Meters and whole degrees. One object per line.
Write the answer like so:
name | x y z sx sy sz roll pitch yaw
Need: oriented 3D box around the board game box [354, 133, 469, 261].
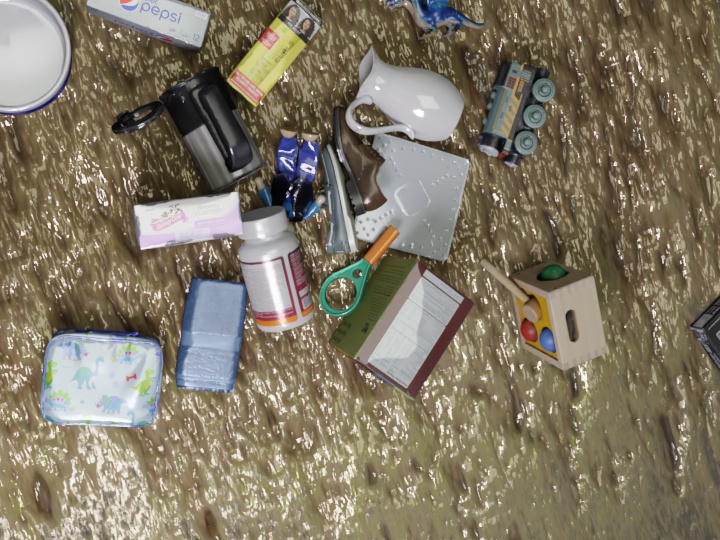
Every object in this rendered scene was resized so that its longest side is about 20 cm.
board game box | 0.094 -0.138 1.610 0.197 0.026 0.203 14 89 -16

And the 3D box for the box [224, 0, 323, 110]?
box | -0.156 -0.388 1.509 0.075 0.050 0.201 40 82 -15

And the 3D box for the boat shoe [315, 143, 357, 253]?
boat shoe | -0.053 -0.128 1.544 0.061 0.073 0.203 -13 89 8

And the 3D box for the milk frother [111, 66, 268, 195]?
milk frother | -0.286 -0.215 1.425 0.198 0.181 0.190 -28 99 0

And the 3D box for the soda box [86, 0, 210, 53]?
soda box | -0.359 -0.438 1.438 0.197 0.068 0.064 17 90 -16

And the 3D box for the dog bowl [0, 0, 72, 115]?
dog bowl | -0.573 -0.357 1.375 0.197 0.079 0.203 -1 94 -16

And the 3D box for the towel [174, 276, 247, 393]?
towel | -0.265 0.115 1.509 0.110 0.048 0.203 9 91 -16

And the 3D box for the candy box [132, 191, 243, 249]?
candy box | -0.292 -0.084 1.410 0.165 0.200 0.073 -9 95 -15

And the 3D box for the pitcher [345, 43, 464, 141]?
pitcher | 0.078 -0.296 1.542 0.198 0.121 0.174 23 70 -10

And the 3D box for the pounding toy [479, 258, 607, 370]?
pounding toy | 0.349 0.066 1.629 0.140 0.184 0.203 -19 107 -15

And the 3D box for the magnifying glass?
magnifying glass | 0.000 0.000 1.565 0.079 0.022 0.200 40 87 22

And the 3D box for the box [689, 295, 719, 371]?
box | 0.827 0.117 1.825 0.200 0.050 0.158 -41 103 -10

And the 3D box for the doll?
doll | -0.127 -0.152 1.520 0.134 0.048 0.203 11 106 6

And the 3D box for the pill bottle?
pill bottle | -0.153 -0.004 1.486 0.108 0.109 0.203 -17 108 -14

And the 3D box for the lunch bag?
lunch bag | -0.438 0.181 1.444 0.197 0.082 0.163 5 93 -16

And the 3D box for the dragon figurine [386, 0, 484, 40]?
dragon figurine | 0.149 -0.492 1.588 0.197 0.059 0.101 -10 96 -14

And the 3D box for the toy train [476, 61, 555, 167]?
toy train | 0.298 -0.305 1.636 0.113 0.085 0.203 19 90 -4

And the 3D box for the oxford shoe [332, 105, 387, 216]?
oxford shoe | 0.001 -0.208 1.543 0.083 0.073 0.203 -18 93 4

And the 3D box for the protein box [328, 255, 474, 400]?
protein box | 0.069 0.097 1.526 0.134 0.198 0.201 36 84 -14
